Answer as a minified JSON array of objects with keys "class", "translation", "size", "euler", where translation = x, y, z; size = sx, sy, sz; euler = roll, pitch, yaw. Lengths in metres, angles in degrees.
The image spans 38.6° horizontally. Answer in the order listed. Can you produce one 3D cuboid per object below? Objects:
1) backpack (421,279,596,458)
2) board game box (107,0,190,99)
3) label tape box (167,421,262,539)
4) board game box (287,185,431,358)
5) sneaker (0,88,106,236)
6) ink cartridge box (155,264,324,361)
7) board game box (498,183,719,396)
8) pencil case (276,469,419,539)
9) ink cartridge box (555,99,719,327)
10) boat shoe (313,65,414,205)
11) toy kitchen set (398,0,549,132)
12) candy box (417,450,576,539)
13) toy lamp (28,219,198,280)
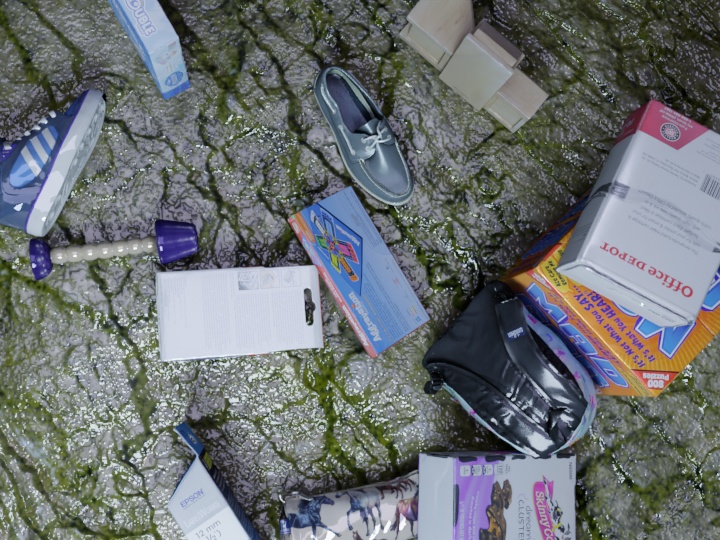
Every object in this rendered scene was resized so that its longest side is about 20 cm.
[{"class":"backpack","translation":[0.194,0.128,1.246],"size":[0.200,0.126,0.167],"euler":[44,110,18]},{"class":"board game box","translation":[-0.273,-0.320,1.216],"size":[0.043,0.199,0.201],"euler":[-30,88,-8]},{"class":"label tape box","translation":[-0.179,0.278,1.196],"size":[0.066,0.143,0.200],"euler":[-34,89,-9]},{"class":"board game box","translation":[0.000,0.000,1.284],"size":[0.103,0.019,0.201],"euler":[-29,88,-38]},{"class":"sneaker","translation":[-0.411,-0.153,1.244],"size":[0.146,0.081,0.201],"euler":[24,82,-2]},{"class":"ink cartridge box","translation":[-0.149,0.052,1.270],"size":[0.199,0.050,0.110],"euler":[-3,84,-8]},{"class":"board game box","translation":[0.320,0.012,1.249],"size":[0.200,0.200,0.200],"euler":[-43,90,-9]},{"class":"pencil case","translation":[-0.001,0.296,1.248],"size":[0.199,0.078,0.090],"euler":[-11,100,-7]},{"class":"ink cartridge box","translation":[0.323,-0.058,1.113],"size":[0.145,0.085,0.201],"euler":[27,80,-3]},{"class":"boat shoe","translation":[0.005,-0.172,1.301],"size":[0.073,0.062,0.201],"euler":[-31,89,-8]},{"class":"toy kitchen set","translation":[0.186,-0.315,1.285],"size":[0.200,0.163,0.181],"euler":[40,82,-2]},{"class":"candy box","translation":[0.166,0.302,1.228],"size":[0.199,0.071,0.169],"euler":[5,83,-35]},{"class":"toy lamp","translation":[-0.299,-0.027,1.256],"size":[0.199,0.058,0.059],"euler":[-9,86,-8]}]
